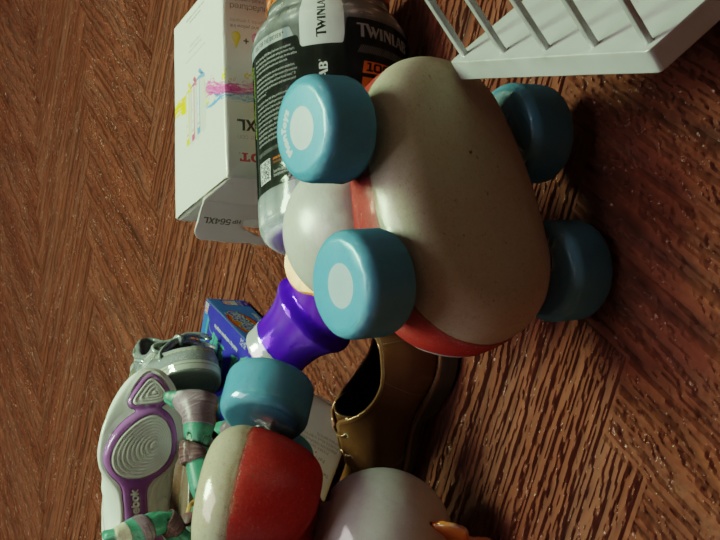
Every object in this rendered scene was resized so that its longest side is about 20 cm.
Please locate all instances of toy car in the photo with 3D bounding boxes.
[{"bbox_3d":[-0.011,0.187,1.025,0.177,0.198,0.185,92,-171,-55],"label":"toy car"},{"bbox_3d":[0.015,-0.015,0.939,0.200,0.183,0.178,-33,66,51],"label":"toy car"}]

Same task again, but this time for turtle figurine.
[{"bbox_3d":[-0.126,0.202,1.182,0.150,0.100,0.202,58,-145,-57],"label":"turtle figurine"}]

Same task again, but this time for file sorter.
[{"bbox_3d":[0.116,-0.191,0.794,0.125,0.139,0.200,54,164,-20],"label":"file sorter"}]

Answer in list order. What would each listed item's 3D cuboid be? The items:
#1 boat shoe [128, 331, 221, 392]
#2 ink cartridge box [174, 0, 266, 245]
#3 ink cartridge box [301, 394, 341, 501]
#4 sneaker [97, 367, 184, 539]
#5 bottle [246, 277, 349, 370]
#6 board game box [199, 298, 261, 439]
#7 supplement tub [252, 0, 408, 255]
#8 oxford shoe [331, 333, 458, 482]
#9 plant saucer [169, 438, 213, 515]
[{"bbox_3d":[-0.179,0.086,1.420,0.202,0.074,0.065,155,113,-71],"label":"boat shoe"},{"bbox_3d":[-0.077,-0.124,1.271,0.125,0.127,0.202,150,120,-60],"label":"ink cartridge box"},{"bbox_3d":[-0.084,0.216,1.229,0.160,0.047,0.201,-44,18,55],"label":"ink cartridge box"},{"bbox_3d":[-0.203,0.179,1.345,0.100,0.074,0.202,-141,58,-69],"label":"sneaker"},{"bbox_3d":[0.000,0.000,1.064,0.200,0.083,0.065,-44,19,24],"label":"bottle"},{"bbox_3d":[-0.119,0.145,1.414,0.152,0.045,0.202,-145,61,-62],"label":"board game box"},{"bbox_3d":[-0.021,-0.118,1.154,0.122,0.122,0.202,147,122,-60],"label":"supplement tub"},{"bbox_3d":[0.005,0.119,1.123,0.071,0.071,0.201,-120,40,-48],"label":"oxford shoe"},{"bbox_3d":[-0.160,0.220,1.377,0.200,0.034,0.202,-174,90,-74],"label":"plant saucer"}]
